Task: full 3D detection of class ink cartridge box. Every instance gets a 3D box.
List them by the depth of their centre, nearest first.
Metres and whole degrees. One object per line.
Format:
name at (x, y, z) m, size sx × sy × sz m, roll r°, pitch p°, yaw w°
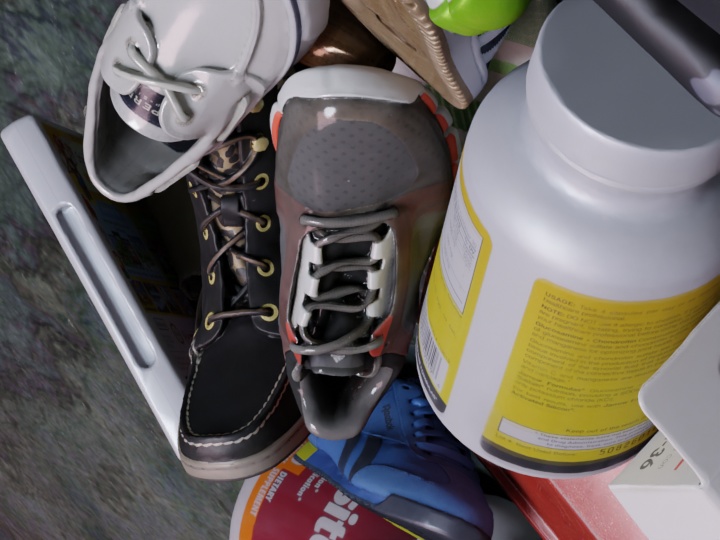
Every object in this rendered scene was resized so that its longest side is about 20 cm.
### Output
ink cartridge box at (0.182, 0.089, 0.965) m, size 0.200 × 0.116 × 0.067 m, roll 52°, pitch 155°, yaw -14°

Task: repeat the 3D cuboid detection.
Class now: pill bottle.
pill bottle at (0.089, -0.014, 0.941) m, size 0.112 × 0.112 × 0.200 m, roll 38°, pitch 147°, yaw 17°
pill bottle at (0.030, 0.164, 1.346) m, size 0.200 × 0.113 × 0.113 m, roll 20°, pitch 147°, yaw 43°

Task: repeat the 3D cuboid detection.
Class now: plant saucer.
plant saucer at (0.091, 0.092, 1.120) m, size 0.200 × 0.037 × 0.200 m, roll 51°, pitch 172°, yaw 17°

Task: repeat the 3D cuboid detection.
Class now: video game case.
video game case at (-0.108, 0.012, 1.252) m, size 0.182 × 0.023 × 0.200 m, roll 61°, pitch -175°, yaw 6°

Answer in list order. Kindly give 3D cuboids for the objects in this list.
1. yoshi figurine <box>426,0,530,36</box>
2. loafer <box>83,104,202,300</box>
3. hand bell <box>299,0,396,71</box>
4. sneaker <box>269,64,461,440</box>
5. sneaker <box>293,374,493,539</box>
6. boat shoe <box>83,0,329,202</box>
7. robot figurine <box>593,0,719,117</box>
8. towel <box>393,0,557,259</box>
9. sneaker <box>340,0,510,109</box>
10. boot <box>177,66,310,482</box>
yoshi figurine at (0.002, -0.169, 0.753) m, size 0.112 × 0.112 × 0.200 m, roll -9°, pitch 90°, yaw 21°
loafer at (-0.075, -0.024, 1.264) m, size 0.200 × 0.068 × 0.076 m, roll 45°, pitch 157°, yaw 0°
hand bell at (-0.066, -0.130, 1.022) m, size 0.200 × 0.104 × 0.104 m, roll 35°, pitch 155°, yaw 25°
sneaker at (0.000, 0.000, 0.996) m, size 0.077 × 0.082 × 0.200 m, roll 3°, pitch 143°, yaw 4°
sneaker at (0.025, 0.089, 1.236) m, size 0.066 × 0.079 × 0.200 m, roll 34°, pitch 178°, yaw -19°
boat shoe at (-0.071, -0.082, 0.964) m, size 0.072 × 0.066 × 0.200 m, roll 40°, pitch 155°, yaw -4°
robot figurine at (0.133, -0.122, 0.693) m, size 0.200 × 0.150 × 0.125 m, roll 41°, pitch -178°, yaw 7°
towel at (0.047, -0.064, 1.056) m, size 0.152 × 0.023 × 0.200 m, roll 23°, pitch 147°, yaw 39°
sneaker at (0.046, -0.126, 0.892) m, size 0.070 × 0.109 × 0.200 m, roll 41°, pitch 179°, yaw 5°
boot at (-0.055, -0.017, 1.116) m, size 0.073 × 0.200 × 0.151 m, roll -2°, pitch 128°, yaw 23°
